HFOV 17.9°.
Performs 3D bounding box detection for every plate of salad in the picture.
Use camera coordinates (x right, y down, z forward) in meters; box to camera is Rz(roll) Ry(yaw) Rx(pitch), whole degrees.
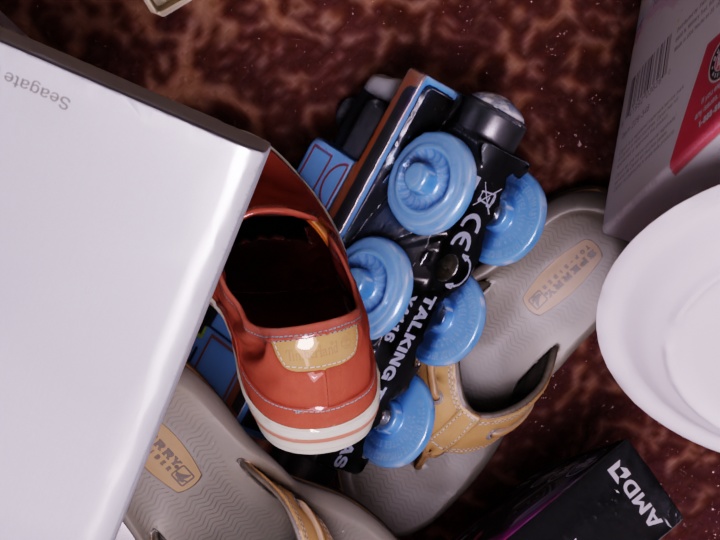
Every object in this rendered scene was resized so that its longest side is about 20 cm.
[{"bbox_3d":[0.194,0.016,0.911,0.198,0.048,0.201,5,141,4],"label":"plate of salad"}]

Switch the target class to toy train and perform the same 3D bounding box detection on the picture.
[{"bbox_3d":[0.000,0.000,1.040,0.086,0.114,0.201,20,100,-50],"label":"toy train"}]

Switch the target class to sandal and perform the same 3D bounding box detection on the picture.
[{"bbox_3d":[0.063,0.047,1.087,0.200,0.055,0.082,-44,107,9],"label":"sandal"},{"bbox_3d":[-0.043,0.107,0.920,0.082,0.055,0.200,-39,120,1],"label":"sandal"}]

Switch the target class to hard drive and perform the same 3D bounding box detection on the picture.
[{"bbox_3d":[-0.130,0.020,0.858,0.131,0.027,0.201,23,103,0],"label":"hard drive"}]

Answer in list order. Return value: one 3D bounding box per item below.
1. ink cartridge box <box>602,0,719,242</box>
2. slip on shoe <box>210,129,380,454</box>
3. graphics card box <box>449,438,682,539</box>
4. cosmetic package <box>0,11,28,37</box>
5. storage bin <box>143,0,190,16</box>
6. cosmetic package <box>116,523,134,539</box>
[{"bbox_3d":[0.178,-0.116,0.954,0.085,0.148,0.202,19,64,-11],"label":"ink cartridge box"},{"bbox_3d":[-0.038,-0.007,0.953,0.073,0.201,0.062,-10,127,-11],"label":"slip on shoe"},{"bbox_3d":[0.045,0.160,1.056,0.199,0.125,0.051,-36,89,-18],"label":"graphics card box"},{"bbox_3d":[-0.194,-0.041,0.964,0.123,0.200,0.199,-44,107,9],"label":"cosmetic package"},{"bbox_3d":[-0.056,-0.244,0.966,0.198,0.094,0.201,-32,109,6],"label":"storage bin"},{"bbox_3d":[-0.072,0.161,1.123,0.199,0.051,0.083,28,103,-14],"label":"cosmetic package"}]
